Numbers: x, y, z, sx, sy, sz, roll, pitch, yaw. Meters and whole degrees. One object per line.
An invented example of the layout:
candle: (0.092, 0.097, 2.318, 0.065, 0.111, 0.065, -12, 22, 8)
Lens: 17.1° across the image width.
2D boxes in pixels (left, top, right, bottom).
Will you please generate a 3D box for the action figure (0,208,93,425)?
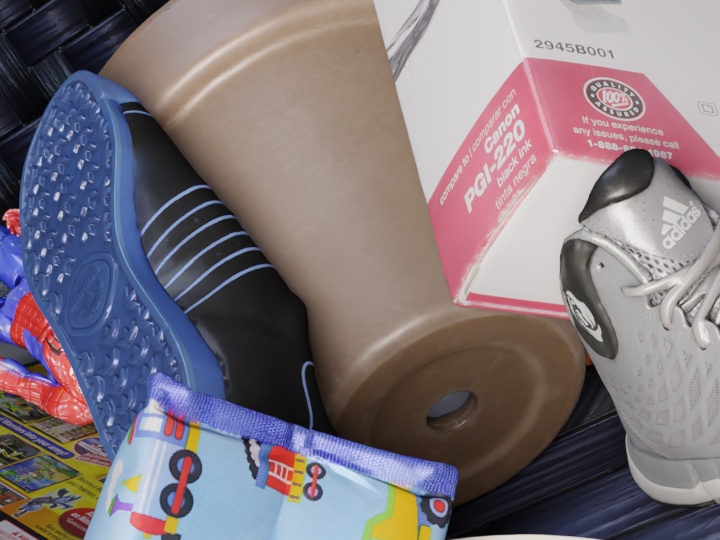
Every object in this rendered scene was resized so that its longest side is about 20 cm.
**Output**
action figure: (-0.135, 0.012, 0.941, 0.200, 0.052, 0.065, 27, 75, 46)

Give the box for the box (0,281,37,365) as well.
box: (-0.156, 0.087, 1.105, 0.107, 0.149, 0.200, -39, 12, -28)

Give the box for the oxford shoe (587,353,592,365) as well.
oxford shoe: (0.128, -0.022, 0.980, 0.200, 0.073, 0.071, -30, 11, 23)

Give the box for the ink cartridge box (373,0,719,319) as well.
ink cartridge box: (0.091, -0.080, 0.875, 0.085, 0.146, 0.200, 120, 147, -41)

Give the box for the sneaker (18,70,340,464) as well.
sneaker: (-0.065, 0.009, 0.856, 0.070, 0.078, 0.200, -50, 41, 27)

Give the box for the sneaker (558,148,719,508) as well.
sneaker: (0.117, 0.013, 0.722, 0.075, 0.116, 0.200, -38, 10, -26)

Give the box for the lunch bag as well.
lunch bag: (-0.060, 0.130, 0.701, 0.200, 0.094, 0.151, 144, 144, -68)

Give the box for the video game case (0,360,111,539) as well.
video game case: (-0.133, 0.084, 0.881, 0.181, 0.026, 0.200, -17, 21, -31)

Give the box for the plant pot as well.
plant pot: (0.000, 0.000, 0.942, 0.200, 0.200, 0.175, -33, 49, 4)

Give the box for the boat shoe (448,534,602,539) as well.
boat shoe: (0.022, 0.124, 0.728, 0.200, 0.073, 0.063, -18, 60, 41)
